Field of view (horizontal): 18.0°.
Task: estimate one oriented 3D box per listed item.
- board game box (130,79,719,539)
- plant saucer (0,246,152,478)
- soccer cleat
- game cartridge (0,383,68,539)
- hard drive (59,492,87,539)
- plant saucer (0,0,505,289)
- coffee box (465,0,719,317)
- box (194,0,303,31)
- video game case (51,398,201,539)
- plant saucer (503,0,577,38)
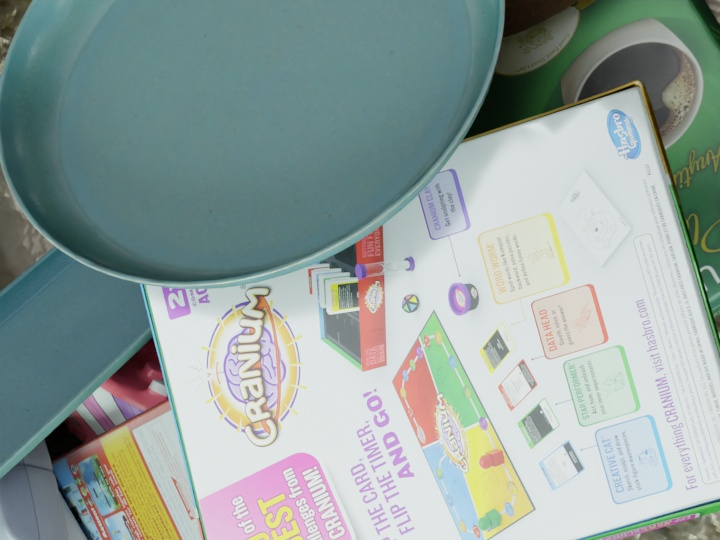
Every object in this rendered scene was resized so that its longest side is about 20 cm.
[{"bbox_3d":[0.030,0.035,0.823,0.198,0.040,0.154,-16,78,10],"label":"board game box"},{"bbox_3d":[-0.133,0.031,0.985,0.069,0.200,0.019,23,133,21],"label":"plant saucer"},{"bbox_3d":[-0.084,0.086,1.017,0.199,0.067,0.077,27,102,18],"label":"soccer cleat"},{"bbox_3d":[-0.191,0.097,1.015,0.134,0.040,0.200,-58,40,19],"label":"game cartridge"},{"bbox_3d":[-0.125,0.210,1.017,0.201,0.025,0.132,57,134,15],"label":"hard drive"},{"bbox_3d":[-0.040,-0.074,0.843,0.198,0.027,0.202,-10,55,14],"label":"plant saucer"},{"bbox_3d":[0.101,-0.067,0.957,0.123,0.044,0.201,-34,75,17],"label":"coffee box"},{"bbox_3d":[0.000,0.000,0.931,0.104,0.148,0.201,-33,75,6],"label":"box"},{"bbox_3d":[-0.073,0.131,0.966,0.200,0.017,0.144,-28,86,52],"label":"video game case"},{"bbox_3d":[0.046,-0.193,0.957,0.199,0.037,0.202,-12,66,28],"label":"plant saucer"}]
